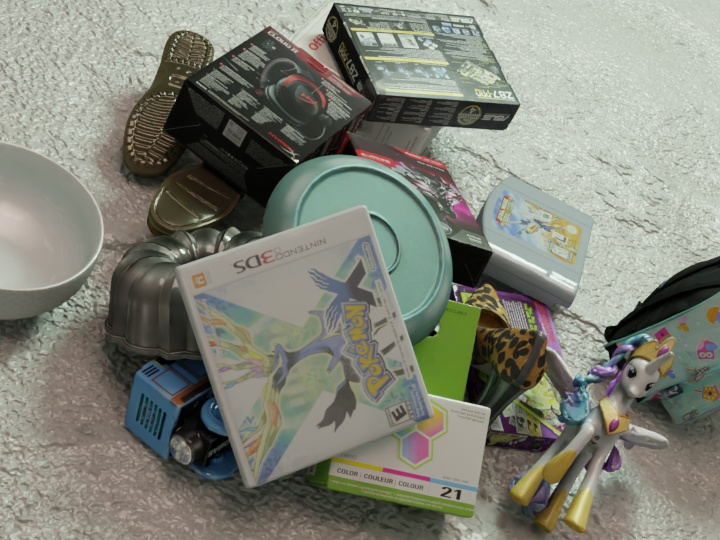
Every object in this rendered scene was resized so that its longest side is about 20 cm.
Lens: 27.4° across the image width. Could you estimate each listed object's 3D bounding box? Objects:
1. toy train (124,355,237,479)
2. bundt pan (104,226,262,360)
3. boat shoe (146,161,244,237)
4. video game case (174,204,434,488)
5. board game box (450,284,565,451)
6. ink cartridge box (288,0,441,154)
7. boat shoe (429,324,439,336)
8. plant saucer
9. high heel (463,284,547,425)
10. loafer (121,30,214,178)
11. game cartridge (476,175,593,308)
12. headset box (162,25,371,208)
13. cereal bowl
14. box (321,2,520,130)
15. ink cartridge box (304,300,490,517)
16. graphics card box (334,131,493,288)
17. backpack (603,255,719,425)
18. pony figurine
[{"bbox_3d":[-0.119,0.109,1.364,0.114,0.087,0.200,37,41,20],"label":"toy train"},{"bbox_3d":[-0.142,0.013,1.384,0.200,0.076,0.202,0,19,0],"label":"bundt pan"},{"bbox_3d":[-0.162,-0.072,1.542,0.072,0.068,0.200,38,39,5],"label":"boat shoe"},{"bbox_3d":[-0.047,0.065,1.293,0.181,0.022,0.201,-19,93,-16],"label":"video game case"},{"bbox_3d":[0.163,0.103,1.565,0.119,0.032,0.201,6,46,-18],"label":"board game box"},{"bbox_3d":[0.008,-0.223,1.779,0.199,0.085,0.146,33,41,4],"label":"ink cartridge box"},{"bbox_3d":[0.056,0.086,1.494,0.074,0.066,0.199,32,40,7],"label":"boat shoe"},{"bbox_3d":[0.004,-0.021,1.368,0.199,0.027,0.202,12,63,-24],"label":"plant saucer"},{"bbox_3d":[0.150,0.055,1.476,0.071,0.143,0.201,22,42,-14],"label":"high heel"},{"bbox_3d":[-0.209,-0.174,1.626,0.076,0.068,0.201,21,56,-2],"label":"loafer"},{"bbox_3d":[0.197,-0.038,1.705,0.133,0.042,0.200,30,32,-2],"label":"game cartridge"},{"bbox_3d":[-0.091,-0.169,1.577,0.148,0.075,0.200,37,38,5],"label":"headset box"},{"bbox_3d":[-0.346,-0.028,1.382,0.199,0.084,0.201,15,42,-14],"label":"cereal bowl"},{"bbox_3d":[0.071,-0.240,1.730,0.199,0.049,0.162,0,47,-30],"label":"box"},{"bbox_3d":[0.043,0.115,1.371,0.147,0.076,0.202,13,81,-16],"label":"ink cartridge box"},{"bbox_3d":[0.049,-0.065,1.521,0.125,0.051,0.200,17,27,-22],"label":"graphics card box"},{"bbox_3d":[0.389,0.064,1.597,0.175,0.200,0.154,-28,80,-46],"label":"backpack"},{"bbox_3d":[0.223,0.155,1.425,0.166,0.193,0.201,36,76,-1],"label":"pony figurine"}]
